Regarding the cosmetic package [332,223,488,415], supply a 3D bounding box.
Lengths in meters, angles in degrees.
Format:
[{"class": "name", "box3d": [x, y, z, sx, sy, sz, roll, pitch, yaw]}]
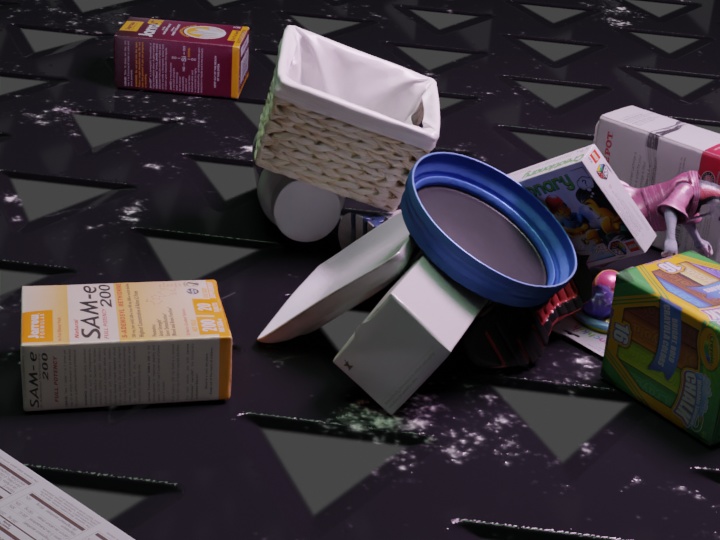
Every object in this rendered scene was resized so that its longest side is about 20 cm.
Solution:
[{"class": "cosmetic package", "box3d": [0.064, 0.043, 1.362, 0.085, 0.108, 0.200, 41, 34, 0]}]

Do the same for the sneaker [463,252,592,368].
[{"class": "sneaker", "box3d": [0.168, 0.051, 1.453, 0.199, 0.075, 0.086, -33, 11, -38]}]

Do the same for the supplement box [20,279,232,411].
[{"class": "supplement box", "box3d": [-0.231, 0.070, 1.319, 0.197, 0.075, 0.126, -2, 26, -14]}]

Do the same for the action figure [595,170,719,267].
[{"class": "action figure", "box3d": [0.340, -0.075, 1.571, 0.197, 0.151, 0.134, -20, -10, 15]}]

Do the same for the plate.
[{"class": "plate", "box3d": [0.000, 0.000, 1.442, 0.198, 0.033, 0.200, -31, 11, 28]}]

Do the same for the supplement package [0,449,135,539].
[{"class": "supplement package", "box3d": [-0.225, 0.238, 0.885, 0.198, 0.158, 0.110, 24, 31, 34]}]

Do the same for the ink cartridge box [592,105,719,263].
[{"class": "ink cartridge box", "box3d": [0.392, -0.108, 1.704, 0.199, 0.147, 0.083, 26, 34, 37]}]

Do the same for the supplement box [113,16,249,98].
[{"class": "supplement box", "box3d": [-0.278, -0.335, 2.117, 0.197, 0.087, 0.111, 5, 26, 2]}]

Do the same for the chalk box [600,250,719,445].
[{"class": "chalk box", "box3d": [0.355, 0.082, 1.336, 0.123, 0.127, 0.199, -14, 30, -33]}]

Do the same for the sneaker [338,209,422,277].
[{"class": "sneaker", "box3d": [0.078, -0.031, 1.569, 0.114, 0.082, 0.198, -20, 33, -37]}]

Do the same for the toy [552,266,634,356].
[{"class": "toy", "box3d": [0.295, 0.028, 1.523, 0.198, 0.048, 0.114, -19, 33, -40]}]

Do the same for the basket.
[{"class": "basket", "box3d": [-0.020, -0.173, 1.569, 0.197, 0.124, 0.136, 19, 35, -12]}]

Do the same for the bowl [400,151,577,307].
[{"class": "bowl", "box3d": [0.130, -0.041, 1.390, 0.198, 0.040, 0.202, 23, 34, -16]}]

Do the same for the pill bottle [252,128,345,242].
[{"class": "pill bottle", "box3d": [-0.075, -0.114, 1.676, 0.110, 0.114, 0.201, 1, 26, -8]}]

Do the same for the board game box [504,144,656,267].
[{"class": "board game box", "box3d": [0.215, -0.058, 1.495, 0.199, 0.127, 0.035, -17, 26, 52]}]
